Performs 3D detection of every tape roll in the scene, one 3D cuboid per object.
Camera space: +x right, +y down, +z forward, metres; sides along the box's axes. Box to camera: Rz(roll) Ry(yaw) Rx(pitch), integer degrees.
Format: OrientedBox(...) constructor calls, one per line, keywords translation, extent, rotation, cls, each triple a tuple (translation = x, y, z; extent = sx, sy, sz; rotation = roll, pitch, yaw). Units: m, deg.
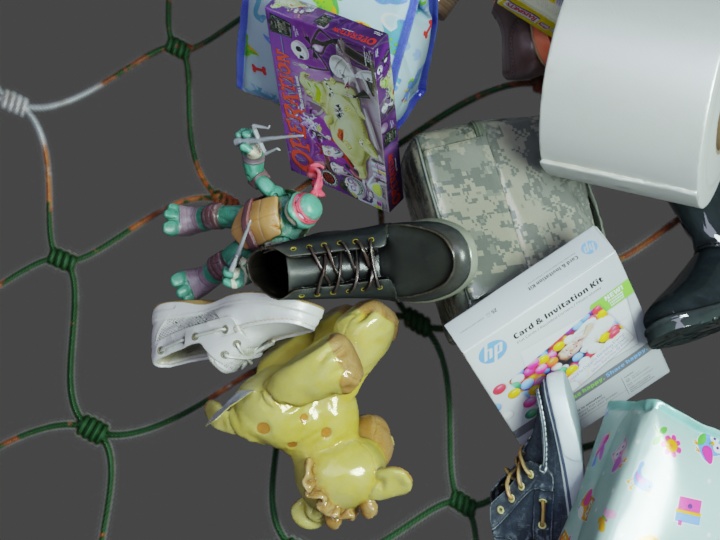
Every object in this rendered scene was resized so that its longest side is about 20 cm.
OrientedBox(translation=(0.248, -0.164, 1.289), extent=(0.139, 0.203, 0.203), rotation=(13, 82, 19), cls="tape roll")

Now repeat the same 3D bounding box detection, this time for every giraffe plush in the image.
OrientedBox(translation=(-0.027, 0.145, 1.387), extent=(0.200, 0.172, 0.162), rotation=(-39, 101, -29), cls="giraffe plush")

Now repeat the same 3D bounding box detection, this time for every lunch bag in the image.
OrientedBox(translation=(0.142, -0.040, 1.396), extent=(0.167, 0.139, 0.201), rotation=(-15, 77, -7), cls="lunch bag")
OrientedBox(translation=(-0.018, -0.239, 1.421), extent=(0.170, 0.200, 0.128), rotation=(23, 54, 12), cls="lunch bag")
OrientedBox(translation=(0.282, 0.219, 1.266), extent=(0.200, 0.122, 0.171), rotation=(26, 79, -10), cls="lunch bag")

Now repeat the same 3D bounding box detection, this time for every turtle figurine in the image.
OrientedBox(translation=(-0.103, -0.044, 1.424), extent=(0.200, 0.101, 0.150), rotation=(-23, 55, 42), cls="turtle figurine")

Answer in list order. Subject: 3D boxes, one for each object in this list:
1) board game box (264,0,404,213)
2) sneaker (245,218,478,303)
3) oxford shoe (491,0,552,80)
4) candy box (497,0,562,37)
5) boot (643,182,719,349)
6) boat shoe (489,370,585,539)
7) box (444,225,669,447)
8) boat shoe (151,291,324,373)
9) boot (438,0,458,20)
OrientedBox(translation=(-0.022, -0.149, 1.383), extent=(0.120, 0.200, 0.032), rotation=(28, 57, 29), cls="board game box")
OrientedBox(translation=(0.000, 0.000, 1.322), extent=(0.200, 0.106, 0.075), rotation=(-5, 95, 41), cls="sneaker")
OrientedBox(translation=(0.155, -0.279, 1.476), extent=(0.072, 0.071, 0.201), rotation=(-19, 61, 33), cls="oxford shoe")
OrientedBox(translation=(0.192, -0.309, 1.440), extent=(0.102, 0.026, 0.200), rotation=(29, 59, -23), cls="candy box")
OrientedBox(translation=(0.298, -0.027, 1.366), extent=(0.200, 0.076, 0.168), rotation=(-14, 74, -38), cls="boot")
OrientedBox(translation=(0.154, 0.184, 1.347), extent=(0.091, 0.071, 0.201), rotation=(-7, 116, 9), cls="boat shoe")
OrientedBox(translation=(0.178, 0.069, 1.342), extent=(0.156, 0.200, 0.041), rotation=(-33, 47, 0), cls="box")
OrientedBox(translation=(-0.117, 0.063, 1.419), extent=(0.200, 0.071, 0.070), rotation=(-9, 66, 39), cls="boat shoe")
OrientedBox(translation=(0.041, -0.357, 1.506), extent=(0.200, 0.074, 0.155), rotation=(29, 87, 0), cls="boot")
